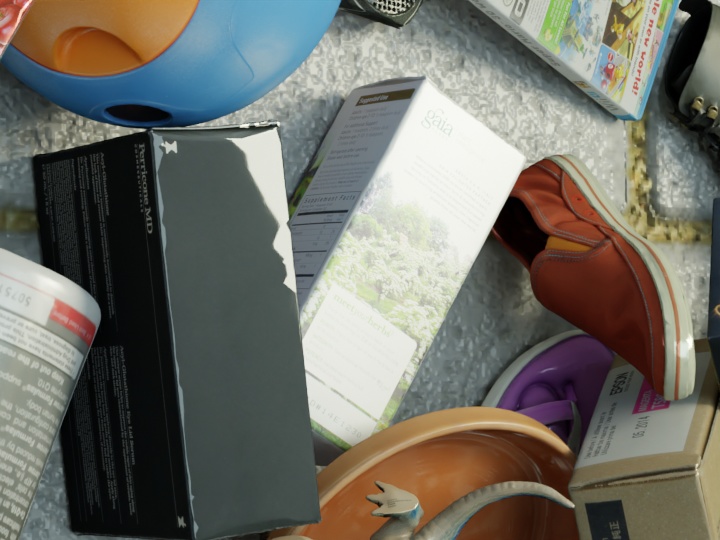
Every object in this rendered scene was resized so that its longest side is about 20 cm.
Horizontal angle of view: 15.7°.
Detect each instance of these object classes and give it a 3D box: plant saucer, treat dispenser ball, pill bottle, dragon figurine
[{"bbox_3d":[0.032,0.155,1.392,0.200,0.032,0.200,-15,129,-20],"label":"plant saucer"},{"bbox_3d":[-0.102,-0.170,1.289,0.201,0.201,0.201,2,86,-29],"label":"treat dispenser ball"},{"bbox_3d":[-0.211,0.090,1.262,0.114,0.114,0.200,26,74,-25],"label":"pill bottle"},{"bbox_3d":[0.012,0.162,1.318,0.200,0.059,0.099,-28,143,-6],"label":"dragon figurine"}]

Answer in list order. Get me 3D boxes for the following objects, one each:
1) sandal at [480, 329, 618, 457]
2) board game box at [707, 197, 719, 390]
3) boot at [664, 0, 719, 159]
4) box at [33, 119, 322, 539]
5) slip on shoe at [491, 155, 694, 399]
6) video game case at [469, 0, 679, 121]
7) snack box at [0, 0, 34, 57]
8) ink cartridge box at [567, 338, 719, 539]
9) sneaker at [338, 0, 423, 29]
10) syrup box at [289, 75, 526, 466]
[{"bbox_3d":[0.088,0.115,1.463,0.203,0.050,0.082,-45,108,-22],"label":"sandal"},{"bbox_3d":[0.230,0.075,1.455,0.136,0.035,0.200,-78,154,-54],"label":"board game box"},{"bbox_3d":[0.230,-0.054,1.548,0.138,0.077,0.200,21,64,-22],"label":"boot"},{"bbox_3d":[-0.094,0.032,1.316,0.079,0.141,0.200,-6,90,-29],"label":"box"},{"bbox_3d":[0.126,0.007,1.417,0.061,0.200,0.074,-17,129,-14],"label":"slip on shoe"},{"bbox_3d":[0.120,-0.191,1.485,0.200,0.018,0.143,32,71,-43],"label":"video game case"},{"bbox_3d":[-0.274,-0.146,1.210,0.200,0.169,0.068,36,69,-21],"label":"snack box"},{"bbox_3d":[0.175,0.147,1.421,0.200,0.075,0.165,-54,132,-67],"label":"ink cartridge box"},{"bbox_3d":[0.015,-0.235,1.424,0.080,0.086,0.200,0,87,-27],"label":"sneaker"},{"bbox_3d":[0.000,0.000,1.404,0.079,0.081,0.200,36,70,-25],"label":"syrup box"}]
